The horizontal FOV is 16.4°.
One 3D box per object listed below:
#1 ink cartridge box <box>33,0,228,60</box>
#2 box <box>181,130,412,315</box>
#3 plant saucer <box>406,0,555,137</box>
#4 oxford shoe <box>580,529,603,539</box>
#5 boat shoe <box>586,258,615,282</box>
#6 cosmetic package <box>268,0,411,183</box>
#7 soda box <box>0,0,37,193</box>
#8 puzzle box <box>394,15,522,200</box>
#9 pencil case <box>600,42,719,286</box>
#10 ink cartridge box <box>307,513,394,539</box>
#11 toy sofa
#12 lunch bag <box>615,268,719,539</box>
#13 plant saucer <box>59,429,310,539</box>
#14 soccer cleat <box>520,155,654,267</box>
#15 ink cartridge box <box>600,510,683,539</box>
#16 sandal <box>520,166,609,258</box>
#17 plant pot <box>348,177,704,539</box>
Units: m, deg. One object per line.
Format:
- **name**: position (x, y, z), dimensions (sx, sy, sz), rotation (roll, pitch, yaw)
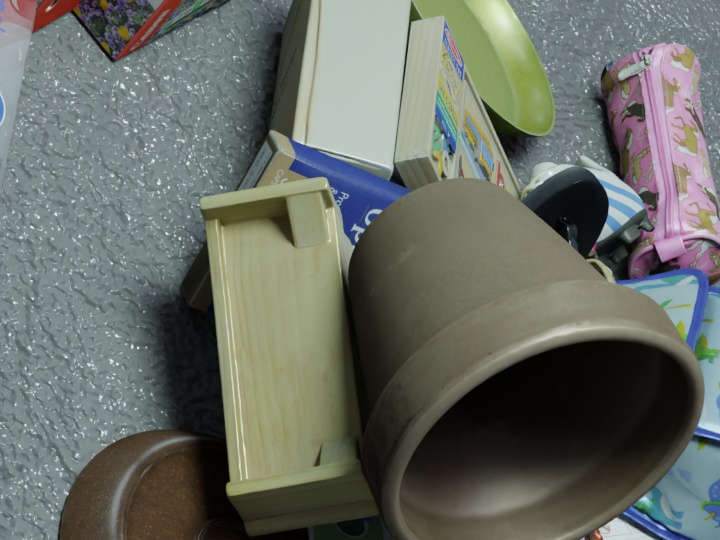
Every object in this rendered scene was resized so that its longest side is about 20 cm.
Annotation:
- **ink cartridge box**: position (-0.130, -0.196, 1.646), dimensions (0.050, 0.109, 0.200), rotation (50, 41, 3)
- **box**: position (0.000, 0.000, 1.600), dimensions (0.199, 0.122, 0.032), rotation (21, 21, -28)
- **plant saucer**: position (0.072, -0.176, 1.826), dimensions (0.200, 0.031, 0.201), rotation (45, 25, -28)
- **oxford shoe**: position (0.074, 0.130, 1.529), dimensions (0.073, 0.071, 0.200), rotation (-35, 68, -20)
- **boat shoe**: position (0.143, 0.069, 1.604), dimensions (0.200, 0.073, 0.063), rotation (-79, 152, -59)
- **cosmetic package**: position (-0.017, -0.117, 1.679), dimensions (0.073, 0.104, 0.201), rotation (14, 48, -10)
- **soda box**: position (-0.248, -0.113, 1.517), dimensions (0.070, 0.063, 0.201), rotation (26, 45, -24)
- **puzzle box**: position (0.072, -0.056, 1.693), dimensions (0.200, 0.025, 0.134), rotation (62, 26, -44)
- **pencil case**: position (0.230, -0.075, 1.882), dimensions (0.086, 0.083, 0.201), rotation (19, 50, -30)
- **ink cartridge box**: position (0.051, 0.165, 1.550), dimensions (0.199, 0.048, 0.146), rotation (10, 41, -17)
- **toy sofa**: position (-0.041, 0.054, 1.487), dimensions (0.082, 0.098, 0.201), rotation (-10, 66, 5)
- **lunch bag**: position (0.219, 0.090, 1.712), dimensions (0.199, 0.128, 0.170), rotation (17, 36, 6)
- **plant saucer**: position (-0.081, 0.176, 1.462), dimensions (0.199, 0.034, 0.201), rotation (23, 47, -27)
- **soccer cleat**: position (0.134, -0.031, 1.742), dimensions (0.086, 0.070, 0.200), rotation (48, 27, 11)
- **ink cartridge box**: position (0.161, 0.210, 1.647), dimensions (0.160, 0.050, 0.200), rotation (-1, 42, -41)
- **sandal**: position (0.104, 0.025, 1.618), dimensions (0.076, 0.201, 0.043), rotation (18, 19, -47)
- **plant pot**: position (0.072, 0.045, 1.443), dimensions (0.199, 0.201, 0.175), rotation (7, 39, -37)
